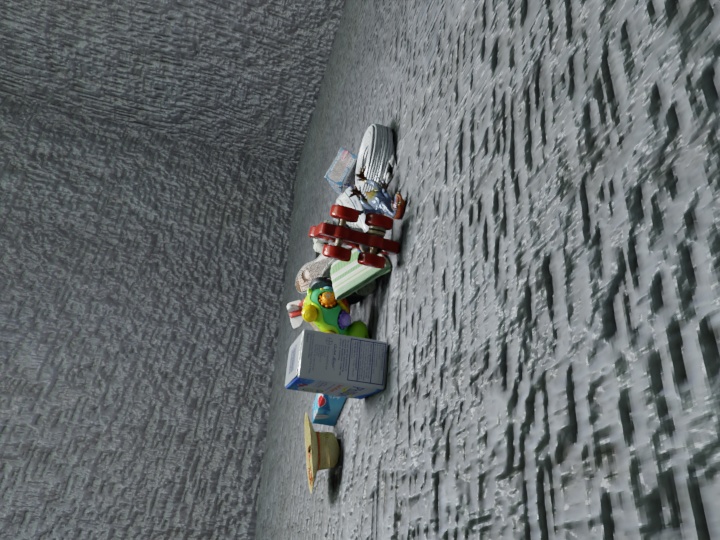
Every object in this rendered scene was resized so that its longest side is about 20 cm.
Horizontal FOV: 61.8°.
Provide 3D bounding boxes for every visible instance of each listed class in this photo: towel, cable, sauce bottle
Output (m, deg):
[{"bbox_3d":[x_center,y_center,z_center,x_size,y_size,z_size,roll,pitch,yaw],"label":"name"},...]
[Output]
[{"bbox_3d":[-0.005,-0.008,1.485,0.024,0.150,0.201,57,-175,-24],"label":"towel"},{"bbox_3d":[0.034,-0.290,1.626,0.201,0.067,0.205,117,159,-53],"label":"cable"},{"bbox_3d":[0.000,0.000,1.575,0.201,0.063,0.066,-105,28,-68],"label":"sauce bottle"}]

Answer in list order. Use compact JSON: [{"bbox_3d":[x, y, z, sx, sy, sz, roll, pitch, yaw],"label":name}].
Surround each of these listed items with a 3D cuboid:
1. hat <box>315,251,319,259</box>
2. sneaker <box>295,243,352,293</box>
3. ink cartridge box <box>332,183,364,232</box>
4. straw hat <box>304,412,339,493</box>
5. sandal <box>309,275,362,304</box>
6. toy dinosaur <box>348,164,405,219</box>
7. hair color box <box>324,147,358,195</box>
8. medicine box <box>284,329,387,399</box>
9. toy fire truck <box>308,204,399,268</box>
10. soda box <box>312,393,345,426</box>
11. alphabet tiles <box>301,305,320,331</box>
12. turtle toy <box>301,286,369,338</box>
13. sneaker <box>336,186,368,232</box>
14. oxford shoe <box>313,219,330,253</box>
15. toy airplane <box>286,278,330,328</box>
[{"bbox_3d":[-0.103,-0.007,2.007,0.200,0.078,0.208,-176,90,-72],"label":"hat"},{"bbox_3d":[-0.095,-0.003,1.648,0.199,0.084,0.074,-40,67,27],"label":"sneaker"},{"bbox_3d":[-0.030,-0.136,1.720,0.039,0.097,0.207,-8,71,62],"label":"ink cartridge box"},{"bbox_3d":[-0.099,0.479,1.599,0.201,0.082,0.208,177,90,-80],"label":"straw hat"},{"bbox_3d":[-0.070,0.049,1.575,0.075,0.199,0.044,-26,64,24],"label":"sandal"},{"bbox_3d":[0.054,-0.177,1.448,0.180,0.198,0.107,39,108,28],"label":"toy dinosaur"},{"bbox_3d":[-0.045,-0.286,1.802,0.102,0.060,0.200,-60,-7,-2],"label":"hair color box"},{"bbox_3d":[-0.057,0.215,1.352,0.182,0.194,0.106,131,148,-66],"label":"medicine box"},{"bbox_3d":[-0.014,-0.073,1.381,0.168,0.194,0.116,-179,101,-76],"label":"toy fire truck"},{"bbox_3d":[-0.079,0.340,1.651,0.065,0.066,0.203,-94,19,-49],"label":"soda box"},{"bbox_3d":[-0.087,0.171,1.623,0.006,0.202,0.166,-37,2,-21],"label":"alphabet tiles"},{"bbox_3d":[-0.062,0.118,1.469,0.100,0.201,0.146,-38,10,3],"label":"turtle toy"},{"bbox_3d":[-0.010,-0.143,1.617,0.071,0.073,0.202,-43,40,13],"label":"sneaker"},{"bbox_3d":[-0.100,-0.091,1.755,0.076,0.057,0.201,-51,-7,-16],"label":"oxford shoe"},{"bbox_3d":[-0.118,0.109,1.759,0.142,0.198,0.200,50,124,15],"label":"toy airplane"}]
